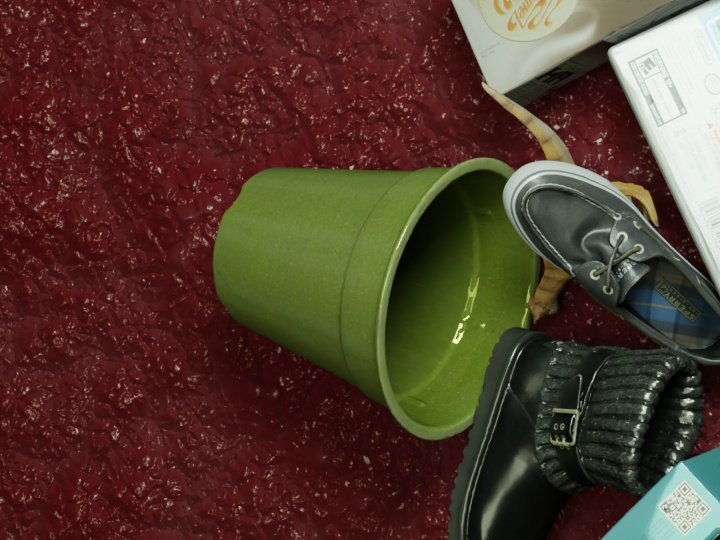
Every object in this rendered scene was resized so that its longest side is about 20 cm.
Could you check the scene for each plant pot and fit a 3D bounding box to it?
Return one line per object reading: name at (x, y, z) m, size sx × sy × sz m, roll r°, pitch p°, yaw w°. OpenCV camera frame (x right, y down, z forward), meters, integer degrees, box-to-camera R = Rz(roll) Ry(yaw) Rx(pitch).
plant pot at (0.000, 0.000, 1.362) m, size 0.189 × 0.199 × 0.202 m, roll 16°, pitch 96°, yaw 35°

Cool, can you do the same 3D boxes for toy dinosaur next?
toy dinosaur at (0.148, -0.043, 1.312) m, size 0.105 × 0.060 × 0.201 m, roll -15°, pitch 124°, yaw -14°

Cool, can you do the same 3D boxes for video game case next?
video game case at (0.292, -0.100, 1.284) m, size 0.181 × 0.024 × 0.201 m, roll -25°, pitch 79°, yaw 5°

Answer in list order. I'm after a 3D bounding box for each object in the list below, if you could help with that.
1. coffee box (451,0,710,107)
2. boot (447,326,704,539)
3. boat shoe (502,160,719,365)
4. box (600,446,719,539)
coffee box at (0.170, -0.213, 1.332) m, size 0.199 × 0.080 × 0.115 m, roll -26°, pitch 79°, yaw 21°
boot at (0.149, 0.148, 1.313) m, size 0.157 × 0.079 × 0.213 m, roll 13°, pitch 95°, yaw 42°
boat shoe at (0.182, 0.001, 1.278) m, size 0.200 × 0.066 × 0.070 m, roll 41°, pitch 100°, yaw -18°
box at (0.223, 0.161, 1.239) m, size 0.082 × 0.200 × 0.049 m, roll -47°, pitch 73°, yaw 16°
